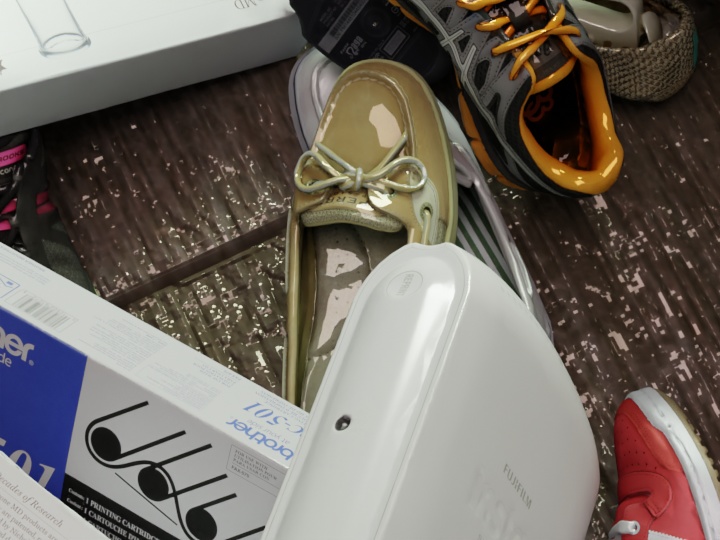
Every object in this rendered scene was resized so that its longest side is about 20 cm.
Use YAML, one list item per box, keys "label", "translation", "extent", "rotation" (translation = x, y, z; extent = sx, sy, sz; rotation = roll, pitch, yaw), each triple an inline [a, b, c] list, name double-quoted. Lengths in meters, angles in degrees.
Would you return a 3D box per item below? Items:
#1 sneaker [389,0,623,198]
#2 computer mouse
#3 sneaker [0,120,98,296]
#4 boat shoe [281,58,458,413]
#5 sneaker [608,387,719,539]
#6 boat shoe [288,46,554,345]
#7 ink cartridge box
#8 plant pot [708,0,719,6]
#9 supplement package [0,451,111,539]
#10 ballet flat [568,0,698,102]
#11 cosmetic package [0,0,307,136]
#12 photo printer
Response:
- label: "sneaker"
  translation: [0.068, -0.116, 1.227]
  extent: [0.078, 0.077, 0.200]
  rotation: [-38, 120, -10]
- label: "computer mouse"
  translation: [-0.033, -0.160, 1.279]
  extent: [0.200, 0.034, 0.059]
  rotation: [41, 120, -2]
- label: "sneaker"
  translation: [-0.177, -0.029, 1.272]
  extent: [0.076, 0.084, 0.201]
  rotation: [-21, 75, -4]
- label: "boat shoe"
  translation: [-0.002, 0.001, 1.214]
  extent: [0.073, 0.063, 0.202]
  rotation: [8, 85, 18]
- label: "sneaker"
  translation: [0.120, 0.158, 1.210]
  extent: [0.112, 0.071, 0.201]
  rotation: [-14, 74, -6]
- label: "boat shoe"
  translation: [0.033, -0.037, 1.278]
  extent: [0.073, 0.067, 0.200]
  rotation: [-34, 74, -9]
- label: "ink cartridge box"
  translation: [-0.109, 0.072, 1.194]
  extent: [0.199, 0.094, 0.044]
  rotation: [28, 35, 21]
- label: "plant pot"
  translation: [0.195, -0.203, 1.257]
  extent: [0.186, 0.200, 0.189]
  rotation: [-1, 71, 2]
- label: "supplement package"
  translation: [-0.100, 0.192, 1.127]
  extent: [0.200, 0.156, 0.111]
  rotation: [36, 78, 12]
- label: "ballet flat"
  translation: [0.071, -0.139, 1.305]
  extent: [0.199, 0.075, 0.068]
  rotation: [17, 61, 8]
- label: "cosmetic package"
  translation: [-0.134, -0.155, 1.286]
  extent: [0.199, 0.052, 0.151]
  rotation: [-19, 72, -35]
- label: "photo printer"
  translation: [0.036, 0.101, 1.153]
  extent: [0.069, 0.167, 0.201]
  rotation: [-2, 51, 32]
